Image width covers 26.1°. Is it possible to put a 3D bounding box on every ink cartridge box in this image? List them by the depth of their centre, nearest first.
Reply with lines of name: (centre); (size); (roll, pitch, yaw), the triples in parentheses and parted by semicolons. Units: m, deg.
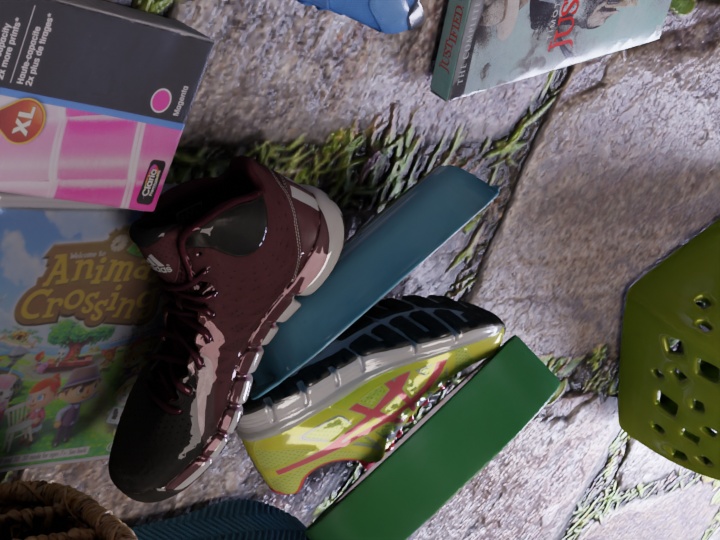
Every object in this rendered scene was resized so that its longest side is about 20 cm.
ink cartridge box: (-0.160, -0.085, 0.713); (0.200, 0.037, 0.095); (7, 109, -49)

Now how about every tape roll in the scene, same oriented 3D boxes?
tape roll: (0.050, 0.128, 1.067); (0.200, 0.048, 0.200); (-42, 175, -4)

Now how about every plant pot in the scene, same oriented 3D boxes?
plant pot: (0.351, 0.078, 1.320); (0.200, 0.181, 0.199); (-33, 143, -21)

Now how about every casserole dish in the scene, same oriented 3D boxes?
casserole dish: (0.000, 0.000, 0.934); (0.200, 0.039, 0.121); (-40, -177, -18)

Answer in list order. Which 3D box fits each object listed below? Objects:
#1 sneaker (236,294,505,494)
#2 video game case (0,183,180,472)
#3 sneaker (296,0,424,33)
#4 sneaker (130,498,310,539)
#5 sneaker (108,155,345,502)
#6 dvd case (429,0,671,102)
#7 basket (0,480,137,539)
sneaker: (0.008, 0.081, 1.014); (0.200, 0.078, 0.090); (-21, 114, -19)
video game case: (-0.150, 0.033, 0.858); (0.200, 0.022, 0.182); (-1, 123, -48)
sneaker: (-0.038, -0.163, 0.763); (0.078, 0.066, 0.200); (-41, 146, 9)
sneaker: (-0.106, 0.210, 1.043); (0.200, 0.077, 0.081); (1, 131, -41)
sneaker: (-0.100, 0.023, 0.833); (0.200, 0.076, 0.116); (-59, 142, -4)
dvd case: (0.134, -0.189, 0.959); (0.200, 0.022, 0.146); (-19, 136, -36)
basket: (-0.225, 0.151, 0.772); (0.200, 0.143, 0.149); (-3, 130, -26)
